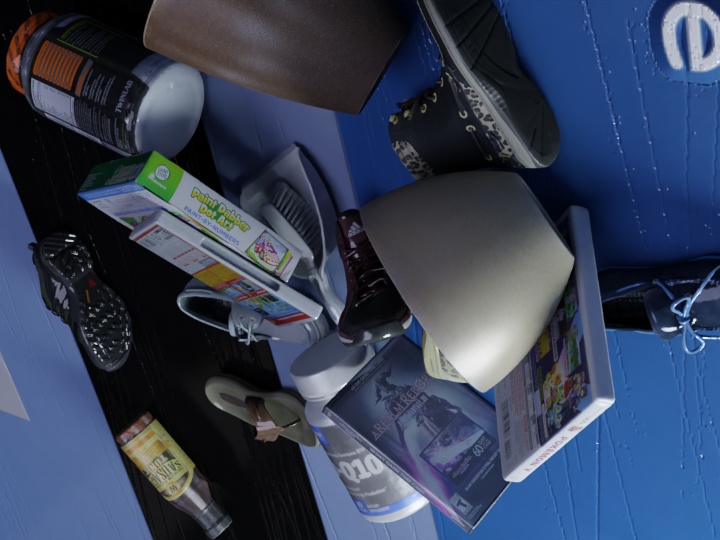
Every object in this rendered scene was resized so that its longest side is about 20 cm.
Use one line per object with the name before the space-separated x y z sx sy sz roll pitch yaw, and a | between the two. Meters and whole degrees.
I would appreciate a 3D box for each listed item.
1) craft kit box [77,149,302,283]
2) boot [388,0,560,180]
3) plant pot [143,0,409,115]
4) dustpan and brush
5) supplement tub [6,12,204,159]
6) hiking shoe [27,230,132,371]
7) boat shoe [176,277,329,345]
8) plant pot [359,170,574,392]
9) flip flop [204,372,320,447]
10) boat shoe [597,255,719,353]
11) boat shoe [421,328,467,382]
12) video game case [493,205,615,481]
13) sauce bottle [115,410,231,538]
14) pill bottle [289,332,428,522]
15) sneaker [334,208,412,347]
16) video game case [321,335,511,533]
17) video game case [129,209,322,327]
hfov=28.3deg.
craft kit box | -0.187 -0.052 1.544 0.197 0.049 0.200 38 163 -23
boot | 0.072 -0.165 1.285 0.153 0.074 0.204 -12 119 47
plant pot | -0.063 -0.232 1.294 0.200 0.187 0.187 31 141 -1
dustpan and brush | -0.057 -0.022 1.546 0.200 0.057 0.139 52 143 -5
supplement tub | -0.279 -0.203 1.548 0.199 0.123 0.123 27 138 25
hiking shoe | -0.373 0.042 1.906 0.101 0.076 0.201 -9 108 56
boat shoe | -0.130 0.055 1.675 0.200 0.072 0.070 18 134 32
plant pot | 0.111 -0.011 1.277 0.134 0.200 0.201 -34 100 9
flip flop | -0.126 0.182 1.795 0.199 0.058 0.081 17 133 33
boat shoe | 0.278 0.038 1.276 0.200 0.069 0.084 -10 115 48
boat shoe | 0.097 0.040 1.456 0.062 0.073 0.200 17 144 25
video game case | 0.172 0.070 1.330 0.023 0.201 0.182 10 147 -19
sauce bottle | -0.259 0.289 2.012 0.200 0.066 0.066 48 142 -4
pill bottle | 0.007 0.174 1.618 0.114 0.114 0.201 -9 116 47
sneaker | 0.000 0.000 1.435 0.075 0.200 0.116 -17 104 3
video game case | 0.077 0.169 1.522 0.200 0.143 0.019 39 139 10
video game case | -0.147 0.001 1.535 0.200 0.017 0.143 32 165 -14
